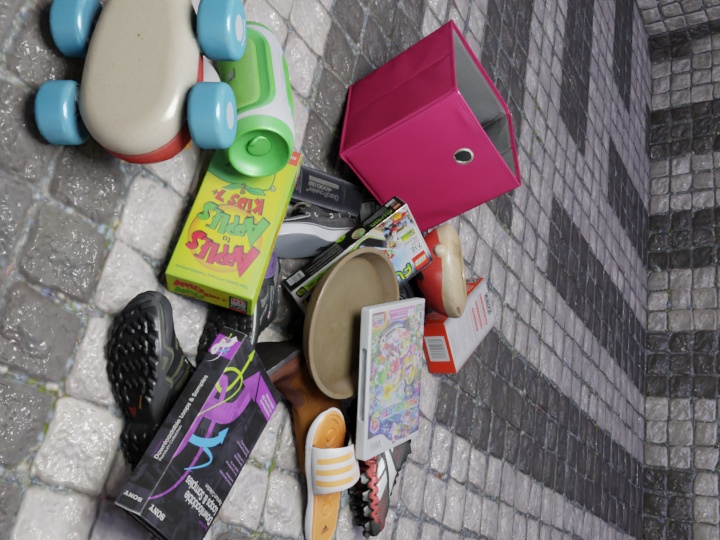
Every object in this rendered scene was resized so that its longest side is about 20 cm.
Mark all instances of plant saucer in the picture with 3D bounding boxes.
[{"bbox_3d":[-0.013,0.067,0.945,0.199,0.029,0.204,-25,121,-51],"label":"plant saucer"}]

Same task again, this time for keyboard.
[{"bbox_3d":[0.052,-0.001,1.116,0.105,0.039,0.202,-83,150,-57],"label":"keyboard"}]

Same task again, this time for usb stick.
[{"bbox_3d":[-0.061,-0.116,1.038,0.199,0.032,0.057,11,83,-56],"label":"usb stick"}]

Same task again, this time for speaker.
[{"bbox_3d":[-0.125,-0.206,0.848,0.088,0.088,0.202,42,28,-45],"label":"speaker"}]

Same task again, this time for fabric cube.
[{"bbox_3d":[0.107,-0.209,1.093,0.196,0.197,0.202,47,32,-34],"label":"fabric cube"}]

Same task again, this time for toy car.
[{"bbox_3d":[-0.201,-0.177,0.758,0.200,0.181,0.180,65,28,-76],"label":"toy car"}]

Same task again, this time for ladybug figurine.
[{"bbox_3d":[0.126,0.003,1.132,0.200,0.071,0.138,63,24,-63],"label":"ladybug figurine"}]

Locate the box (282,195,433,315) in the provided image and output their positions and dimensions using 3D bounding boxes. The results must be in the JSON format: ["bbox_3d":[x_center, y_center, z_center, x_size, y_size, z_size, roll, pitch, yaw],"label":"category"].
[{"bbox_3d":[0.000,0.000,1.006,0.199,0.035,0.111,-38,126,-8],"label":"box"}]

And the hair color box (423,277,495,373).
[{"bbox_3d":[0.184,0.100,1.351,0.200,0.060,0.103,-37,116,-51],"label":"hair color box"}]

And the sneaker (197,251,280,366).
[{"bbox_3d":[-0.132,0.060,0.875,0.087,0.075,0.204,40,54,-54],"label":"sneaker"}]

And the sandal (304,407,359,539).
[{"bbox_3d":[-0.031,0.286,0.967,0.079,0.058,0.211,-17,114,-51],"label":"sandal"}]

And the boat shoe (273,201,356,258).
[{"bbox_3d":[-0.068,-0.062,0.997,0.198,0.070,0.067,-3,66,-52],"label":"boat shoe"}]

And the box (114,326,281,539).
[{"bbox_3d":[-0.159,0.181,0.749,0.202,0.036,0.144,-60,154,-28],"label":"box"}]

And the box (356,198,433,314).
[{"bbox_3d":[0.062,-0.020,1.194,0.157,0.049,0.204,-11,95,-57],"label":"box"}]

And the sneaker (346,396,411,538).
[{"bbox_3d":[0.033,0.289,1.069,0.096,0.071,0.205,2,82,-25],"label":"sneaker"}]

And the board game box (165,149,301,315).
[{"bbox_3d":[-0.144,-0.060,0.841,0.048,0.100,0.203,112,-7,-62],"label":"board game box"}]

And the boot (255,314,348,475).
[{"bbox_3d":[-0.092,0.180,0.950,0.188,0.067,0.204,-38,129,-51],"label":"boot"}]

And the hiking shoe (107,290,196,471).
[{"bbox_3d":[-0.206,0.117,0.765,0.100,0.074,0.204,-19,111,-62],"label":"hiking shoe"}]

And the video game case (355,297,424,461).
[{"bbox_3d":[0.043,0.145,0.996,0.142,0.018,0.204,-6,101,-55],"label":"video game case"}]
